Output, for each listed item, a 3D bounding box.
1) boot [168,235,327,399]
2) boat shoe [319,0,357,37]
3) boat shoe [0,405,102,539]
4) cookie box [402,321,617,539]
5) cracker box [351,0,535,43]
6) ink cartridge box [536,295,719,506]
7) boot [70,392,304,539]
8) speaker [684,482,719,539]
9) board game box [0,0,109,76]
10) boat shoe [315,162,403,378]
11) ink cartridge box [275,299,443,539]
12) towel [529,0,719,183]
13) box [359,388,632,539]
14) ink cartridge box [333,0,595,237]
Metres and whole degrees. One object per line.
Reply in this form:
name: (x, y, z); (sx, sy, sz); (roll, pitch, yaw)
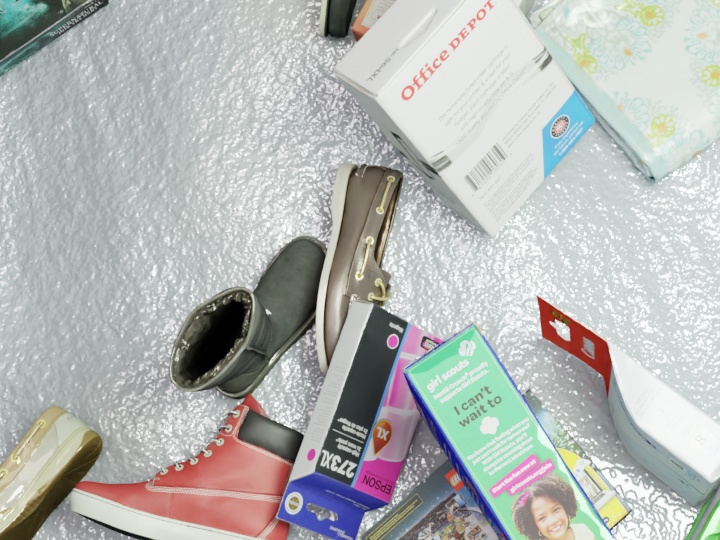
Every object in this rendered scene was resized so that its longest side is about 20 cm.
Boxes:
boot: (-0.093, 0.034, 1.313); (0.072, 0.200, 0.183); (27, 82, 14)
boat shoe: (0.007, -0.316, 1.446); (0.062, 0.074, 0.204); (17, 85, 1)
boat shoe: (-0.323, 0.210, 1.380); (0.066, 0.074, 0.200); (39, 75, 19)
cookie box: (0.120, 0.159, 1.225); (0.075, 0.171, 0.201); (-33, 74, -3)
cracker box: (0.097, -0.274, 1.431); (0.133, 0.058, 0.202); (28, 83, 13)
ink cartridge box: (0.218, 0.111, 1.266); (0.199, 0.160, 0.047); (36, 83, 16)
boot: (-0.153, 0.175, 1.360); (0.197, 0.072, 0.146); (10, 78, 3)
speaker: (0.304, 0.255, 1.257); (0.088, 0.088, 0.202); (29, 83, 14)
board game box: (-0.365, -0.268, 1.519); (0.199, 0.028, 0.136); (-34, 73, 0)
boat shoe: (0.000, 0.000, 1.376); (0.059, 0.072, 0.203); (4, 72, 12)
ink cartridge box: (0.001, 0.136, 1.332); (0.037, 0.094, 0.202); (10, 77, 53)
towel: (0.273, -0.204, 1.391); (0.170, 0.048, 0.201); (-37, 74, 0)
box: (0.118, 0.221, 1.319); (0.199, 0.038, 0.137); (-40, 74, -2)
ink cartridge box: (0.093, -0.152, 1.324); (0.146, 0.200, 0.084); (-47, 38, -4)
